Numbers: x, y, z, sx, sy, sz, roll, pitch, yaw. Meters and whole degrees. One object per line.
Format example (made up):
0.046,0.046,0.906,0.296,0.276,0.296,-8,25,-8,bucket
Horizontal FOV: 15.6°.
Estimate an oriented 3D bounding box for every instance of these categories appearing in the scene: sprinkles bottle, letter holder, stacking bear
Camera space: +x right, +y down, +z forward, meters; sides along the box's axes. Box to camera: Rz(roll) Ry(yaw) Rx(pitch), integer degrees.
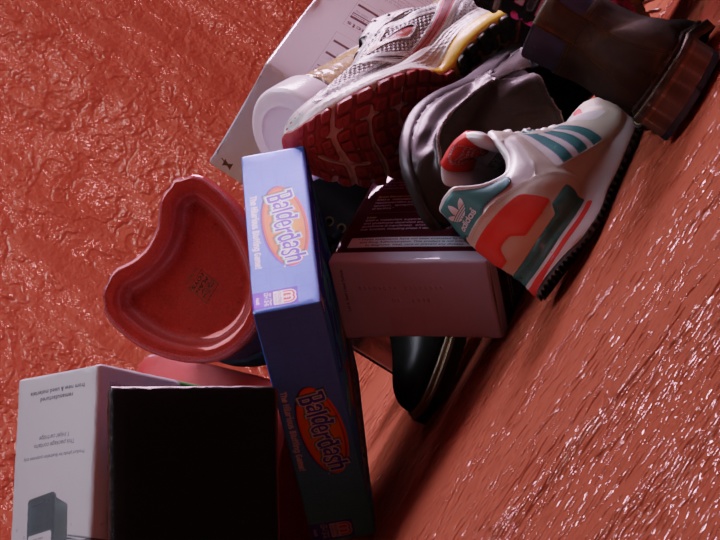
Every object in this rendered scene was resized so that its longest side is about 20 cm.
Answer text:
0.013,-0.126,1.795,0.200,0.068,0.068,-32,-17,-43,sprinkles bottle
-0.104,0.178,1.586,0.142,0.100,0.201,127,142,-77,letter holder
-0.069,0.012,1.841,0.122,0.114,0.200,-56,-21,13,stacking bear

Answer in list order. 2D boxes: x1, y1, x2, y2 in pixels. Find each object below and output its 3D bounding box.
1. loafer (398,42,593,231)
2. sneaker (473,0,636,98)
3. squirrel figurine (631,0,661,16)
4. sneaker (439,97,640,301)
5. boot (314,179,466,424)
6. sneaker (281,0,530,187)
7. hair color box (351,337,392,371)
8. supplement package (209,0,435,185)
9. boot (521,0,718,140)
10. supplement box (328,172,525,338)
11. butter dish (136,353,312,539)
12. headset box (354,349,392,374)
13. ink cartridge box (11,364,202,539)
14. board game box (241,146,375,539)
0.090,-0.094,1.634,0.071,0.073,0.200,-12,25,37,loafer
0.108,-0.175,1.606,0.087,0.200,0.074,-23,28,17,sneaker
0.155,-0.204,1.774,0.187,0.141,0.200,-65,-4,37,squirrel figurine
0.101,-0.064,1.537,0.070,0.093,0.200,-56,3,33,sneaker
0.000,0.000,1.780,0.078,0.138,0.200,128,153,-45,boot
0.022,-0.119,1.707,0.200,0.082,0.078,-32,-47,-35,sneaker
0.051,-0.028,1.946,0.200,0.109,0.065,-58,2,15,hair color box
-0.010,-0.138,1.939,0.114,0.109,0.200,-56,2,42,supplement package
0.142,-0.129,1.468,0.075,0.097,0.200,-58,3,6,boot
0.062,-0.035,1.692,0.200,0.108,0.061,-61,-35,-52,supplement box
-0.082,0.174,1.828,0.199,0.148,0.201,10,85,54,butter dish
0.067,-0.034,2.100,0.200,0.075,0.149,-60,2,-34,headset box
-0.143,0.173,1.670,0.083,0.146,0.201,-12,71,42,ink cartridge box
-0.032,0.048,1.647,0.152,0.045,0.200,-97,-4,-49,board game box
